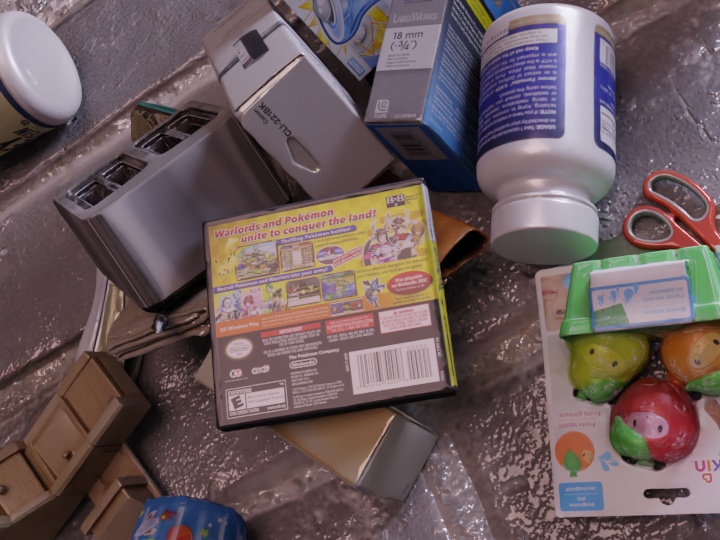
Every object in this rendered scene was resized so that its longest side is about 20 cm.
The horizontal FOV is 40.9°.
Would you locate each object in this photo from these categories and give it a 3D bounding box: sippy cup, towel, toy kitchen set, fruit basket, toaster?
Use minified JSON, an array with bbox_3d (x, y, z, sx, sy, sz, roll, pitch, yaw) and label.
[{"bbox_3d":[-0.160,0.275,0.857,0.176,0.140,0.131,7,61,4],"label":"sippy cup"},{"bbox_3d":[-0.167,0.010,0.959,0.132,0.035,0.201,-18,30,24],"label":"towel"},{"bbox_3d":[-0.304,0.203,0.911,0.163,0.180,0.200,44,105,26],"label":"toy kitchen set"},{"bbox_3d":[0.228,0.084,0.742,0.184,0.094,0.202,-8,71,25],"label":"fruit basket"},{"bbox_3d":[-0.179,-0.061,0.922,0.181,0.119,0.200,-40,28,-14],"label":"toaster"}]

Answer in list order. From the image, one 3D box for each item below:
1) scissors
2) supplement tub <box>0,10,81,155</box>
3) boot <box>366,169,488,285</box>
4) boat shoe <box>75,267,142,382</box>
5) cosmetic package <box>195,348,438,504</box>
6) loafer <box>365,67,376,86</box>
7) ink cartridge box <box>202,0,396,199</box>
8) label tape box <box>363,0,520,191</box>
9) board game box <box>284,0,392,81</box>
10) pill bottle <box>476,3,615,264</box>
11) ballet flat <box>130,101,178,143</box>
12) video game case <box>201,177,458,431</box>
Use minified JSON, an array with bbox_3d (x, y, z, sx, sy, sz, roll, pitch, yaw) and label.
[{"bbox_3d":[0.300,-0.011,0.787,0.073,0.014,0.200,-49,56,2],"label":"scissors"},{"bbox_3d":[-0.465,-0.215,1.193,0.199,0.145,0.146,-22,62,19],"label":"supplement tub"},{"bbox_3d":[0.000,0.000,0.888,0.188,0.069,0.200,-40,40,-6],"label":"boot"},{"bbox_3d":[-0.247,0.029,1.037,0.062,0.072,0.202,12,86,17],"label":"boat shoe"},{"bbox_3d":[-0.040,0.122,0.862,0.199,0.105,0.071,27,84,31],"label":"cosmetic package"},{"bbox_3d":[0.017,-0.243,0.998,0.072,0.063,0.201,-35,58,9],"label":"loafer"},{"bbox_3d":[-0.063,-0.164,0.923,0.084,0.144,0.200,-39,35,9],"label":"ink cartridge box"},{"bbox_3d":[0.081,-0.193,0.898,0.063,0.144,0.201,3,72,31],"label":"label tape box"},{"bbox_3d":[-0.020,-0.295,0.899,0.135,0.200,0.035,-43,28,10],"label":"board game box"},{"bbox_3d":[0.161,-0.114,0.838,0.119,0.120,0.202,-4,69,26],"label":"pill bottle"},{"bbox_3d":[-0.182,-0.146,1.073,0.199,0.068,0.076,9,97,36],"label":"ballet flat"},{"bbox_3d":[-0.029,0.028,0.801,0.198,0.026,0.182,-10,72,10],"label":"video game case"}]
